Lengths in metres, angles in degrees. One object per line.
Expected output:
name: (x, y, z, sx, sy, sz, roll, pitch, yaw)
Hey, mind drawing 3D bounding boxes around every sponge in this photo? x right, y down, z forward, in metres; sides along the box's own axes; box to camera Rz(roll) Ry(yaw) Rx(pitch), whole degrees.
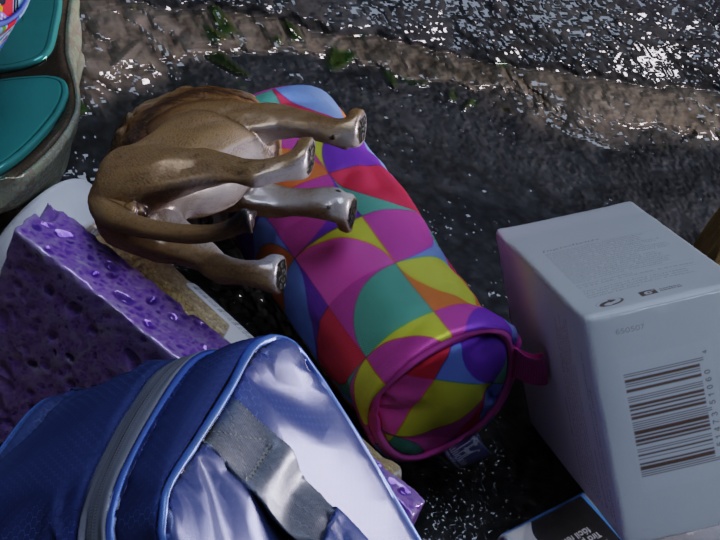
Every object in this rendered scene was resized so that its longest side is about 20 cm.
sponge: (-0.075, 0.074, 1.011, 0.200, 0.112, 0.030, 38, 41, 11)

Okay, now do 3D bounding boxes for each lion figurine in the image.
lion figurine: (-0.070, -0.039, 1.036, 0.122, 0.073, 0.200, 7, 7, 12)

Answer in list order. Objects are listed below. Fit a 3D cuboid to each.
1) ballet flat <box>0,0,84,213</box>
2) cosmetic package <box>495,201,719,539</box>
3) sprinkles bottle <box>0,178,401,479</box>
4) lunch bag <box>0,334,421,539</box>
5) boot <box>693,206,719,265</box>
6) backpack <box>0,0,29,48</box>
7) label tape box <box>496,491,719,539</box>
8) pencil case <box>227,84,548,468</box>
ballet flat: (-0.152, -0.068, 1.132, 0.067, 0.063, 0.201, -7, 34, 9)
cosmetic package: (0.117, 0.039, 1.073, 0.074, 0.102, 0.200, -12, 14, -4)
sprinkles bottle: (-0.074, 0.047, 1.071, 0.200, 0.068, 0.068, 41, 44, 14)
lunch bag: (-0.044, 0.133, 0.907, 0.201, 0.132, 0.136, 58, 38, -22)
boot: (0.232, 0.048, 1.223, 0.155, 0.073, 0.201, 25, 38, -7)
backpack: (-0.212, -0.150, 1.018, 0.199, 0.134, 0.183, 23, 41, -44)
label tape box: (0.158, 0.178, 1.064, 0.143, 0.066, 0.200, -21, 59, -39)
pencil case: (0.000, 0.000, 1.122, 0.088, 0.089, 0.200, -7, 43, -32)
